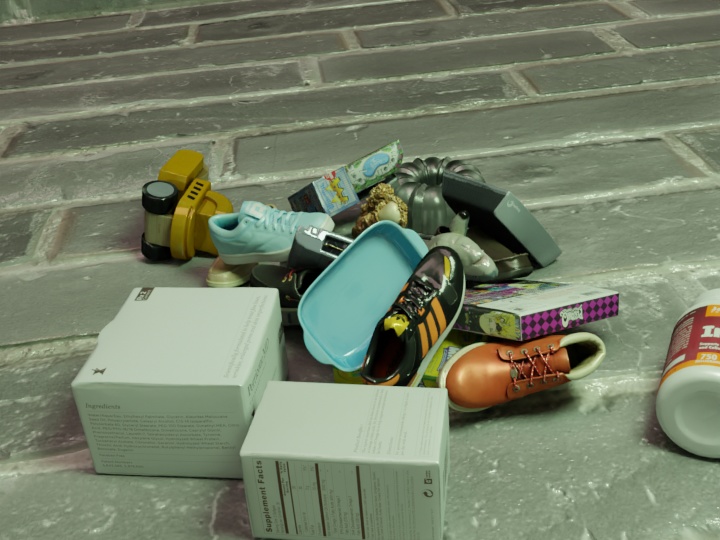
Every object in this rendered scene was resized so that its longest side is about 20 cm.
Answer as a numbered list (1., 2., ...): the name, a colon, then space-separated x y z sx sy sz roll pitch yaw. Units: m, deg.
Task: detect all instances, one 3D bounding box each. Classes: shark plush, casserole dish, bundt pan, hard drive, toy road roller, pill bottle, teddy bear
1. shark plush: 0.116 0.002 1.225 0.083 0.200 0.091 38 61 -6
2. casserole dish: 0.003 0.030 1.089 0.200 0.122 0.039 -45 16 -16
3. bundt pan: 0.123 -0.132 1.503 0.198 0.077 0.203 -4 31 2
4. hard drive: 0.204 -0.071 1.300 0.134 0.199 0.043 25 82 40
5. toy road roller: -0.270 -0.097 1.465 0.143 0.125 0.201 13 34 3
6. pill bottle: 0.404 0.107 1.009 0.111 0.115 0.200 9 33 22
7. teddy bear: 0.043 -0.055 1.300 0.066 0.200 0.147 -23 78 -13

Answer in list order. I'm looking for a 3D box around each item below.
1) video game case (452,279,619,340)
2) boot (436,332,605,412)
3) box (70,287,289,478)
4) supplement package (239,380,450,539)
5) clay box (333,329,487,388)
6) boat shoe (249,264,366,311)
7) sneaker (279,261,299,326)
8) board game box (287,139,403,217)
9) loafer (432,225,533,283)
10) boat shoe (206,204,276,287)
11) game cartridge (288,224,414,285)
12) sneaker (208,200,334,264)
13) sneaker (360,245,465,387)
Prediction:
1. video game case: 0.198 0.046 1.131 0.198 0.037 0.180 -9 11 -40
2. boot: 0.185 0.110 1.021 0.197 0.076 0.107 -13 -5 -23
3. box: -0.201 0.126 1.051 0.196 0.133 0.200 0 31 9
4. supplement package: -0.010 0.197 0.912 0.196 0.119 0.117 2 31 10
5. clay box: 0.076 0.109 1.121 0.197 0.048 0.115 7 33 22
6. boat shoe: -0.069 0.022 1.179 0.199 0.064 0.074 18 42 34
7. sneaker: -0.080 0.015 1.298 0.080 0.076 0.202 8 43 10
8. board game box: -0.019 -0.133 1.405 0.198 0.062 0.200 -27 6 0
9. loafer: 0.163 -0.028 1.273 0.072 0.073 0.198 -8 12 -38
10. boat shoe: -0.182 -0.039 1.398 0.071 0.066 0.200 9 33 23
11. game cartridge: 0.000 0.000 1.196 0.197 0.042 0.133 20 -13 -4
12. sneaker: -0.136 -0.062 1.276 0.197 0.083 0.075 -11 38 24
13. sneaker: 0.062 0.057 1.034 0.069 0.090 0.203 23 81 24
